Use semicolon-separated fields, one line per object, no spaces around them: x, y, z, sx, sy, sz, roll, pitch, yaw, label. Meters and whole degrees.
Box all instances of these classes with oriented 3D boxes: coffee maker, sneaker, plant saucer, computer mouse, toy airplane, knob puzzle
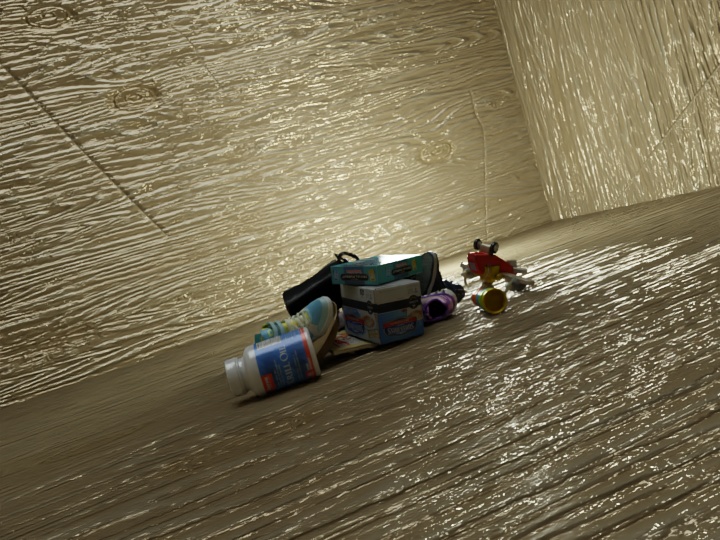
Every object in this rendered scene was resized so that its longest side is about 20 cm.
-0.111;0.066;1.705;0.198;0.136;0.192;-34;6;1;coffee maker
-0.157;0.132;1.438;0.129;0.080;0.201;10;-50;-45;sneaker
-0.110;0.171;1.525;0.200;0.035;0.202;-44;23;24;plant saucer
0.158;0.108;1.622;0.195;0.082;0.089;-17;12;14;sneaker
0.000;0.000;1.688;0.059;0.199;0.034;-43;43;6;computer mouse
0.224;0.027;1.705;0.143;0.207;0.077;-13;36;-26;sneaker
0.376;0.013;1.732;0.195;0.144;0.200;21;-5;4;toy airplane
-0.006;0.181;1.567;0.213;0.031;0.220;-7;7;1;knob puzzle

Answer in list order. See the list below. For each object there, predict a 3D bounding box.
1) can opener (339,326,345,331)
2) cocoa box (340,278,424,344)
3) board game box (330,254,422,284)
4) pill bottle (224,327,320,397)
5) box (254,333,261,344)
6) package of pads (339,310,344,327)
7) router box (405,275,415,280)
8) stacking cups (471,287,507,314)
-0.100;0.185;1.721;0.197;0.068;0.053;-26;7;-26;can opener
0.051;0.094;1.532;0.130;0.135;0.199;-9;7;-27;cocoa box
0.043;-0.003;1.566;0.148;0.048;0.198;-1;9;39;board game box
-0.194;0.209;1.365;0.195;0.115;0.112;-19;3;-7;pill bottle
-0.256;0.220;1.998;0.197;0.051;0.081;-16;-18;43;box
0.014;0.115;1.826;0.119;0.077;0.200;-24;-11;-30;package of pads
0.100;0.076;1.730;0.197;0.153;0.051;-19;25;-34;router box
0.313;0.067;1.535;0.059;0.062;0.200;-17;3;1;stacking cups
